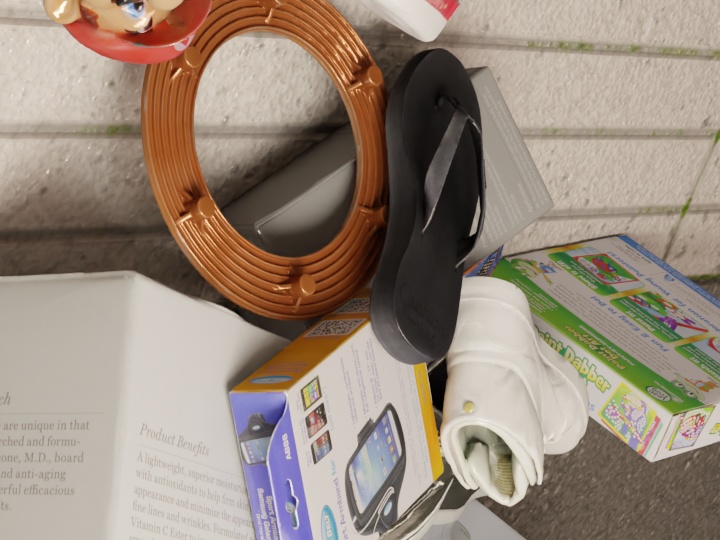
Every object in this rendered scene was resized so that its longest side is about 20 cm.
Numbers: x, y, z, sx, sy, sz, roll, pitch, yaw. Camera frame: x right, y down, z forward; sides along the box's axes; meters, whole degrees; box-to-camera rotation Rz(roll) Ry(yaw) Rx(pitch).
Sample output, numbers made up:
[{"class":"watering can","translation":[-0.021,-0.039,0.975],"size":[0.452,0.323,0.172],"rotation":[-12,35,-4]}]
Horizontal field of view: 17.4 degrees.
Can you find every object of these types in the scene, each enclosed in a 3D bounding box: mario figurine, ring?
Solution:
[{"class":"mario figurine","translation":[-0.123,-0.176,1.152],"size":[0.123,0.106,0.200],"rotation":[-19,137,9]},{"class":"ring","translation":[-0.043,-0.072,1.324],"size":[0.200,0.019,0.202],"rotation":[13,72,-43]}]

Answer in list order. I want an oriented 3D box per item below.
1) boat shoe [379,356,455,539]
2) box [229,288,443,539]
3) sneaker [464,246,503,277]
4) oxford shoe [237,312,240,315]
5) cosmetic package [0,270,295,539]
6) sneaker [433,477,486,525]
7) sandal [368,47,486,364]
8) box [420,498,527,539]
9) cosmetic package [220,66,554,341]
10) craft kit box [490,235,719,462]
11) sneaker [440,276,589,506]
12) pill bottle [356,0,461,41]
[{"class":"boat shoe","translation":[0.043,0.107,1.564],"size":[0.201,0.070,0.064],"rotation":[-56,170,-10]},{"class":"box","translation":[-0.015,0.096,1.307],"size":[0.200,0.041,0.120],"rotation":[-35,119,-58]},{"class":"sneaker","translation":[0.036,0.031,1.580],"size":[0.200,0.075,0.079],"rotation":[-47,150,-9]},{"class":"oxford shoe","translation":[0.000,0.000,1.509],"size":[0.200,0.070,0.075],"rotation":[-44,140,-18]},{"class":"cosmetic package","translation":[-0.149,0.118,1.265],"size":[0.165,0.164,0.201],"rotation":[28,63,-57]},{"class":"sneaker","translation":[0.074,0.120,1.716],"size":[0.200,0.071,0.100],"rotation":[-13,128,-54]},{"class":"sandal","translation":[0.050,-0.039,1.362],"size":[0.076,0.043,0.201],"rotation":[32,52,-41]},{"class":"box","translation":[0.050,0.275,1.720],"size":[0.200,0.176,0.097],"rotation":[-37,143,-26]},{"class":"cosmetic package","translation":[0.010,-0.033,1.442],"size":[0.200,0.090,0.107],"rotation":[-33,107,-25]},{"class":"craft kit box","translation":[0.199,0.051,1.687],"size":[0.197,0.200,0.049],"rotation":[-6,126,-49]},{"class":"sneaker","translation":[0.092,0.100,1.459],"size":[0.200,0.073,0.116],"rotation":[51,38,-54]},{"class":"pill bottle","translation":[0.051,-0.239,1.317],"size":[0.201,0.111,0.111],"rotation":[-56,147,2]}]
